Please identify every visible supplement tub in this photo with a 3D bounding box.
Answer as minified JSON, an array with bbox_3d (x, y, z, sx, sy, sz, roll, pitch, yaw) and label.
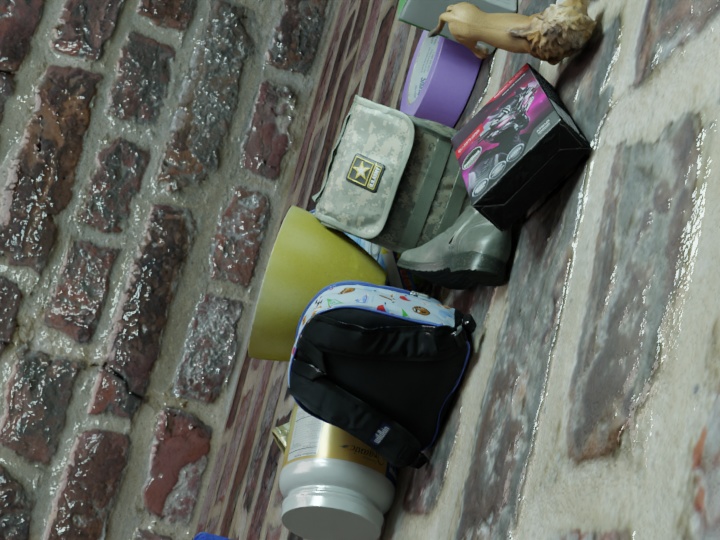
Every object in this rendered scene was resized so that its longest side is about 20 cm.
[{"bbox_3d":[-0.022,0.226,1.457,0.145,0.144,0.200,122,161,-54],"label":"supplement tub"}]

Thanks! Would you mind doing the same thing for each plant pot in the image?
[{"bbox_3d":[-0.046,0.034,1.482,0.200,0.142,0.201,17,-90,-89],"label":"plant pot"}]

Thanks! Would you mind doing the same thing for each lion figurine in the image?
[{"bbox_3d":[0.157,-0.261,1.266,0.122,0.199,0.073,-13,-76,-73],"label":"lion figurine"}]

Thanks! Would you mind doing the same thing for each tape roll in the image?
[{"bbox_3d":[0.124,-0.305,1.758,0.200,0.065,0.201,-164,90,-80],"label":"tape roll"}]

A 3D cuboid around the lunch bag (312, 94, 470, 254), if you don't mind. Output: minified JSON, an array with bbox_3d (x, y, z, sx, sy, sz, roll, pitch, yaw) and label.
[{"bbox_3d":[0.054,-0.110,1.448,0.118,0.199,0.164,-115,44,-75],"label":"lunch bag"}]

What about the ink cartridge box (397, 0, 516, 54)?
[{"bbox_3d":[0.139,-0.418,1.637,0.088,0.145,0.200,120,164,-47],"label":"ink cartridge box"}]

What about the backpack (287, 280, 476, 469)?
[{"bbox_3d":[0.015,0.099,1.347,0.154,0.190,0.201,-102,30,-69],"label":"backpack"}]

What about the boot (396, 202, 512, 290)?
[{"bbox_3d":[0.124,-0.049,1.346,0.200,0.068,0.131,-3,66,62],"label":"boot"}]

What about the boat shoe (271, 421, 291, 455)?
[{"bbox_3d":[-0.063,0.296,1.603,0.073,0.062,0.200,95,155,-53],"label":"boat shoe"}]

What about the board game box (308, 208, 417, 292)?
[{"bbox_3d":[0.000,0.000,1.566,0.135,0.034,0.201,-22,80,33],"label":"board game box"}]

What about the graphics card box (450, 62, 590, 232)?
[{"bbox_3d":[0.163,-0.133,1.230,0.125,0.051,0.200,-44,21,18],"label":"graphics card box"}]

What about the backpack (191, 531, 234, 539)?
[{"bbox_3d":[-0.297,0.592,2.248,0.200,0.167,0.163,-104,39,-77],"label":"backpack"}]

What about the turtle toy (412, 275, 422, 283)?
[{"bbox_3d":[0.037,-0.012,1.644,0.200,0.101,0.146,163,122,-77],"label":"turtle toy"}]
